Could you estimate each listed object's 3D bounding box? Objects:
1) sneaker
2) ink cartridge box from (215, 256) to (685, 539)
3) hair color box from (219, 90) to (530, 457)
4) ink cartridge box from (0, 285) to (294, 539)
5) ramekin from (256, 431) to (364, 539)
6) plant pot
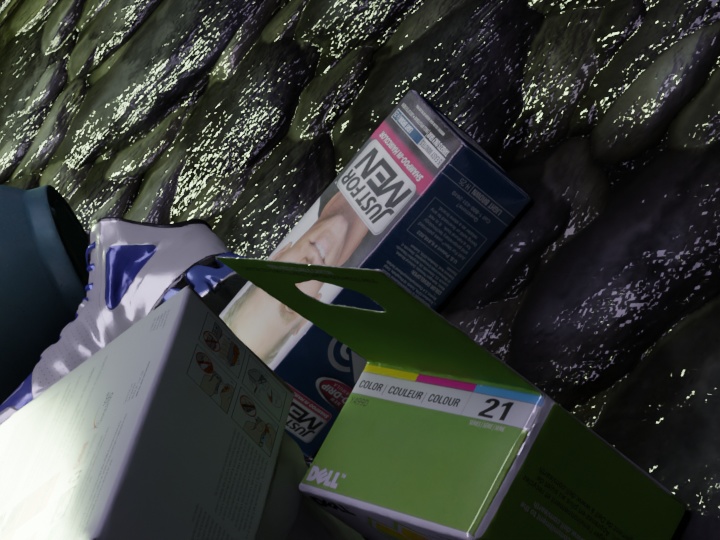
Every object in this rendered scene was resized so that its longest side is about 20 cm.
[{"bbox_3d":[-0.157,0.035,1.252,0.199,0.081,0.115,-38,50,-1],"label":"sneaker"},{"bbox_3d":[0.024,0.078,0.857,0.147,0.200,0.076,6,63,58],"label":"ink cartridge box"},{"bbox_3d":[0.000,0.000,1.124,0.200,0.060,0.100,-50,28,7],"label":"hair color box"},{"bbox_3d":[-0.133,0.129,0.892,0.175,0.084,0.200,-35,21,25],"label":"ink cartridge box"},{"bbox_3d":[-0.080,0.182,0.964,0.200,0.105,0.200,-38,19,16],"label":"ramekin"},{"bbox_3d":[-0.254,0.019,1.370,0.133,0.201,0.201,-25,32,1],"label":"plant pot"}]
